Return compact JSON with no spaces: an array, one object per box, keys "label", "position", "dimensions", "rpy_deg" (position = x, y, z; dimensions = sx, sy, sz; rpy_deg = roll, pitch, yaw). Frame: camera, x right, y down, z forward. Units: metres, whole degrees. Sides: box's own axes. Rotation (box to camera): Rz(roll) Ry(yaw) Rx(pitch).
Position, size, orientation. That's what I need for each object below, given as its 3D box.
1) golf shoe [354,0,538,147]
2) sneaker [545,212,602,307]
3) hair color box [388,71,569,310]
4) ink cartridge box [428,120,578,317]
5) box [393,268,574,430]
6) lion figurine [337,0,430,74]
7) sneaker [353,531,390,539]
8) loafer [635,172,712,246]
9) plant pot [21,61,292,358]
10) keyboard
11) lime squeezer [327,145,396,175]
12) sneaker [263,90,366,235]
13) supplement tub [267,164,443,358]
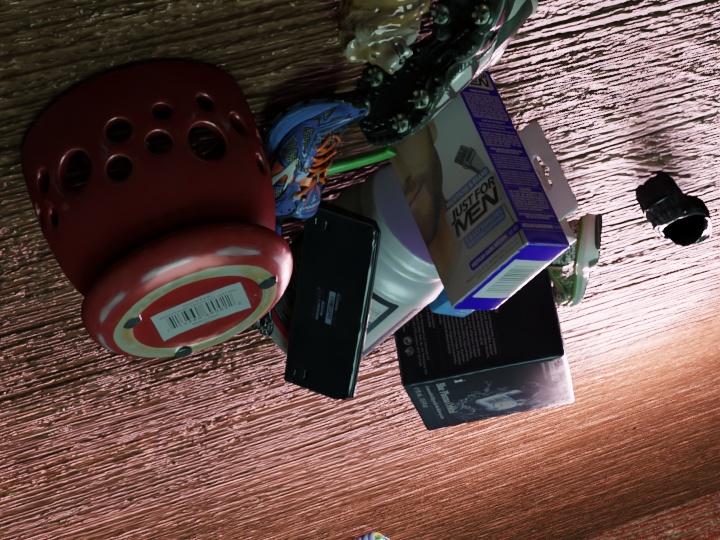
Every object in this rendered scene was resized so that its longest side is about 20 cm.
[{"label":"golf shoe","position":[0.074,-0.174,1.219],"dimensions":[0.088,0.078,0.200],"rpy_deg":[-6,152,-47]},{"label":"sneaker","position":[0.239,-0.019,1.713],"dimensions":[0.088,0.077,0.200],"rpy_deg":[10,155,3]},{"label":"hair color box","position":[0.098,-0.078,1.278],"dimensions":[0.065,0.201,0.109],"rpy_deg":[3,146,-41]},{"label":"ink cartridge box","position":[0.144,-0.052,1.474],"dimensions":[0.200,0.116,0.067],"rpy_deg":[-36,153,27]},{"label":"box","position":[0.153,0.102,1.748],"dimensions":[0.198,0.118,0.197],"rpy_deg":[-12,156,7]},{"label":"lion figurine","position":[0.009,-0.236,1.060],"dimensions":[0.122,0.073,0.200],"rpy_deg":[-21,143,16]},{"label":"sneaker","position":[0.004,0.551,2.629],"dimensions":[0.130,0.080,0.200],"rpy_deg":[-18,156,-7]},{"label":"loafer","position":[0.391,-0.059,1.728],"dimensions":[0.068,0.071,0.200],"rpy_deg":[-31,155,19]},{"label":"plant pot","position":[-0.160,-0.043,1.155],"dimensions":[0.199,0.183,0.201],"rpy_deg":[-18,153,-10]},{"label":"keyboard","position":[-0.048,0.025,1.366],"dimensions":[0.021,0.126,0.201],"rpy_deg":[-42,147,-57]},{"label":"lime squeezer","position":[-0.055,-0.074,1.348],"dimensions":[0.070,0.038,0.200],"rpy_deg":[6,145,-40]},{"label":"sneaker","position":[-0.054,-0.089,1.256],"dimensions":[0.075,0.079,0.200],"rpy_deg":[-23,166,-48]},{"label":"supplement tub","position":[0.000,0.000,1.424],"dimensions":[0.140,0.141,0.200],"rpy_deg":[3,145,-44]}]
